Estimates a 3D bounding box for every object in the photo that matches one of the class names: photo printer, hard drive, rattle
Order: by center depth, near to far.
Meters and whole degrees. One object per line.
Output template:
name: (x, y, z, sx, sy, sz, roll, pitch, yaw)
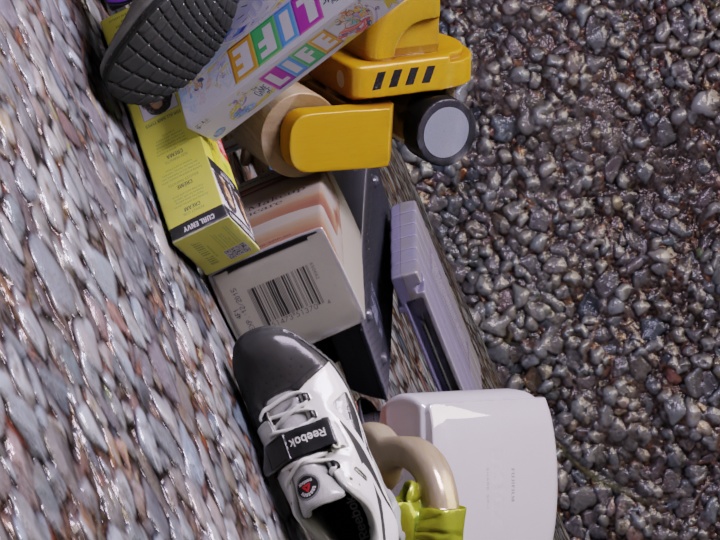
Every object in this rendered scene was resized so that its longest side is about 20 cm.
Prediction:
rattle: (-0.016, 0.176, 1.617, 0.200, 0.142, 0.131, 53, -36, 40)
photo printer: (0.102, 0.189, 1.778, 0.199, 0.069, 0.168, 2, 87, -48)
hard drive: (0.000, 0.000, 1.799, 0.135, 0.042, 0.201, 71, 17, -51)

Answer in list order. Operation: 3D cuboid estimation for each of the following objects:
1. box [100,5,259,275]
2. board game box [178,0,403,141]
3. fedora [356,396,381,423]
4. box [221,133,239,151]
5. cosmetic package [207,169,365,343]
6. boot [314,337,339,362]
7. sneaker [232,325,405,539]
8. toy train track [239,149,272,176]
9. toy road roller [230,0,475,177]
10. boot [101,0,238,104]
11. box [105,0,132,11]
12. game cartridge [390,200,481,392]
box: (-0.136, -0.102, 1.519, 0.201, 0.050, 0.075, 69, 9, 26)
board game box: (-0.058, -0.204, 1.462, 0.034, 0.199, 0.135, 23, 40, -48)
fedora: (0.064, 0.201, 1.882, 0.177, 0.090, 0.202, 31, 37, -78)
box: (-0.122, -0.210, 1.768, 0.113, 0.101, 0.202, -56, 123, -83)
cosmetic package: (-0.058, -0.013, 1.617, 0.200, 0.103, 0.088, -97, 163, -71)
boot: (-0.035, -0.026, 1.852, 0.131, 0.067, 0.202, -99, 180, -65)
sneaker: (-0.030, 0.132, 1.442, 0.201, 0.074, 0.089, 59, 12, -3)
toy train track: (-0.081, -0.060, 1.829, 0.201, 0.032, 0.116, -118, -148, -48)
toy road roller: (-0.005, -0.165, 1.653, 0.123, 0.198, 0.148, -145, -129, -58)
boot: (-0.142, -0.223, 1.466, 0.130, 0.201, 0.068, 34, -2, 42)
box: (-0.189, -0.324, 1.616, 0.201, 0.105, 0.123, -107, 169, -47)
game cartridge: (0.069, 0.049, 1.855, 0.130, 0.038, 0.201, -96, 166, -59)
